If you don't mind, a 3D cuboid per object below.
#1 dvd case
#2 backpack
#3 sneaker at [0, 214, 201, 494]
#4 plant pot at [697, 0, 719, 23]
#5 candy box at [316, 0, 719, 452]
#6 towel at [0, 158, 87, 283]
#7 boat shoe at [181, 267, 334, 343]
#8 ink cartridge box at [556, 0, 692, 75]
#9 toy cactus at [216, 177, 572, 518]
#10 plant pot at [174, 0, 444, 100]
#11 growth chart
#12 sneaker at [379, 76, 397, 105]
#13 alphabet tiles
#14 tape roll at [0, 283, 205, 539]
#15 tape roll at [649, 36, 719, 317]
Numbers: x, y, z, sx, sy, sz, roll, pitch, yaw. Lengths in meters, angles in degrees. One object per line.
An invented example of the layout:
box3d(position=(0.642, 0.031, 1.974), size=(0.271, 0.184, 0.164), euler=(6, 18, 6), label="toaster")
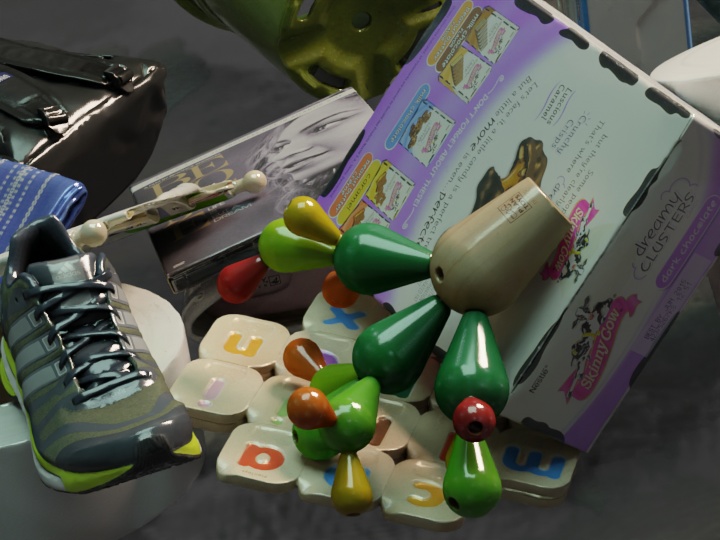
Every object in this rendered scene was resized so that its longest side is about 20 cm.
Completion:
box3d(position=(-0.052, -0.050, 1.459), size=(0.148, 0.016, 0.200), euler=(-25, 18, -3), label="dvd case")
box3d(position=(-0.244, -0.085, 1.627), size=(0.200, 0.154, 0.163), euler=(24, 42, 20), label="backpack")
box3d(position=(-0.130, 0.039, 1.184), size=(0.074, 0.081, 0.200), euler=(-18, 26, -18), label="sneaker")
box3d(position=(0.289, -0.209, 1.670), size=(0.135, 0.200, 0.200), euler=(-50, 30, 0), label="plant pot")
box3d(position=(0.083, -0.035, 1.272), size=(0.071, 0.168, 0.200), euler=(26, 12, -40), label="candy box")
box3d(position=(-0.262, -0.013, 1.492), size=(0.200, 0.024, 0.145), euler=(17, 68, 36), label="towel")
box3d(position=(-0.001, -0.001, 1.419), size=(0.201, 0.075, 0.065), euler=(-10, 29, 8), label="boat shoe")
box3d(position=(0.168, -0.169, 1.671), size=(0.068, 0.116, 0.200), euler=(-8, 25, 0), label="ink cartridge box")
box3d(position=(0.022, 0.018, 1.191), size=(0.165, 0.102, 0.200), euler=(-44, 42, 5), label="toy cactus")
box3d(position=(-0.027, -0.212, 1.787), size=(0.199, 0.201, 0.190), euler=(-16, 37, -14), label="plant pot")
box3d(position=(-0.151, -0.016, 1.355), size=(0.144, 0.018, 0.200), euler=(-19, 2, 25), label="growth chart")
box3d(position=(0.050, -0.057, 1.533), size=(0.089, 0.079, 0.200), euler=(5, 35, 13), label="sneaker")
box3d(position=(0.012, 0.067, 1.266), size=(0.199, 0.015, 0.196), euler=(12, 28, 9), label="alphabet tiles")
box3d(position=(-0.181, 0.077, 1.304), size=(0.202, 0.071, 0.203), euler=(-7, 24, 3), label="tape roll")
box3d(position=(0.262, -0.064, 1.314), size=(0.202, 0.140, 0.203), euler=(-18, 10, 3), label="tape roll")
